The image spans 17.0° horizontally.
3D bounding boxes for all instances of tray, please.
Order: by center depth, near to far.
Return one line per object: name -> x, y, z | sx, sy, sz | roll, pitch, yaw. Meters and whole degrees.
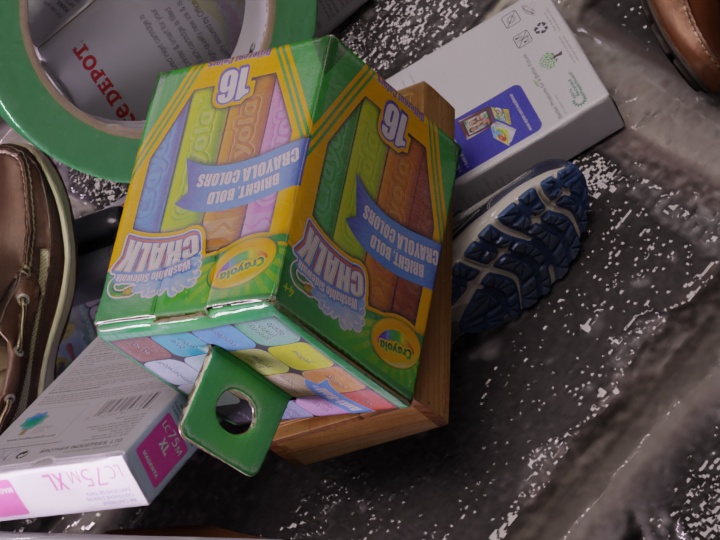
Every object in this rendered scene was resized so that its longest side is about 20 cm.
tray -> 0.000, 0.000, 1.317 | 0.098, 0.037, 0.201 | -18, 52, 30

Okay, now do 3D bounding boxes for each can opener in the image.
can opener -> -0.157, -0.020, 1.439 | 0.199, 0.067, 0.054 | -18, 55, 13

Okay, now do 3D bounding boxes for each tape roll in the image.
tape roll -> -0.125, -0.151, 1.368 | 0.200, 0.200, 0.048 | -47, 21, -7

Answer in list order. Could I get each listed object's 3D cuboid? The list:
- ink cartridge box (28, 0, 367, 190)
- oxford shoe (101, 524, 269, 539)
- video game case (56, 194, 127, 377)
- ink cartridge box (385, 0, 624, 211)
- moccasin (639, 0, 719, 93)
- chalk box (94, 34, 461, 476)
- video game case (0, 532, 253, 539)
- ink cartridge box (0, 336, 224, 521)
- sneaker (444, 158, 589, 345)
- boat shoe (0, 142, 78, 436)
ink cartridge box -> -0.111, -0.168, 1.468 | 0.200, 0.146, 0.083 | -41, 49, -8
oxford shoe -> -0.122, 0.172, 1.343 | 0.199, 0.072, 0.071 | 4, 36, 27
video game case -> -0.175, 0.041, 1.464 | 0.200, 0.017, 0.143 | -31, 54, 6
ink cartridge box -> 0.046, -0.076, 1.418 | 0.199, 0.039, 0.100 | -29, 53, 5
moccasin -> 0.202, -0.190, 1.397 | 0.077, 0.074, 0.202 | -16, 46, 25
chalk box -> -0.044, 0.002, 1.238 | 0.123, 0.124, 0.201 | -9, 59, 35
video game case -> -0.123, 0.212, 1.277 | 0.199, 0.017, 0.144 | -2, 91, 29
ink cartridge box -> -0.116, 0.063, 1.336 | 0.119, 0.042, 0.200 | -10, 28, 36
sneaker -> 0.038, -0.001, 1.355 | 0.200, 0.077, 0.085 | -41, 49, -3
boat shoe -> -0.211, 0.023, 1.392 | 0.074, 0.075, 0.203 | -5, 82, 29
